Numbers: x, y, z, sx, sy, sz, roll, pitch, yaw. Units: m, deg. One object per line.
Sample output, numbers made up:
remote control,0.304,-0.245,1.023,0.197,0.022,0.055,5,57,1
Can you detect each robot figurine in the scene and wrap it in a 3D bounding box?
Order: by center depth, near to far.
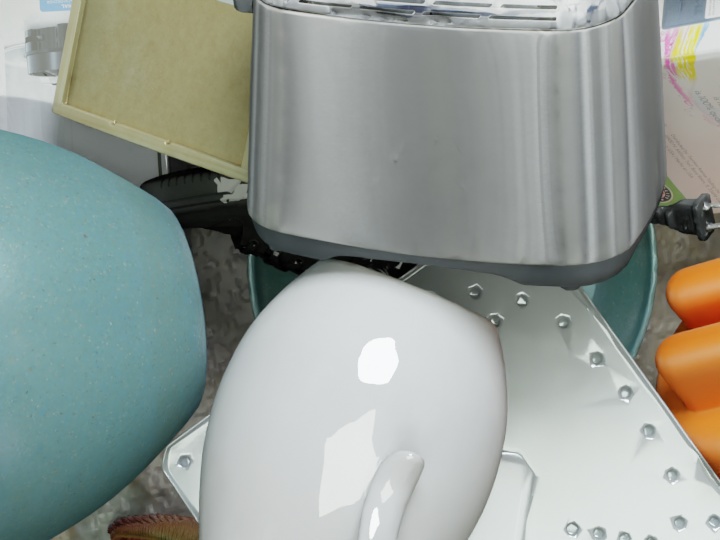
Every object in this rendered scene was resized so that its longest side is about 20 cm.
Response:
robot figurine,0.216,0.071,1.023,0.117,0.144,0.200,-42,122,4

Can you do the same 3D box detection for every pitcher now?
pitcher,-0.006,0.103,0.883,0.121,0.171,0.201,23,85,-20

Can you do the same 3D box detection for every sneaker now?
sneaker,-0.001,0.000,1.026,0.198,0.060,0.105,-4,96,-9

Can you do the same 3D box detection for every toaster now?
toaster,0.045,-0.075,0.875,0.199,0.114,0.130,8,122,20

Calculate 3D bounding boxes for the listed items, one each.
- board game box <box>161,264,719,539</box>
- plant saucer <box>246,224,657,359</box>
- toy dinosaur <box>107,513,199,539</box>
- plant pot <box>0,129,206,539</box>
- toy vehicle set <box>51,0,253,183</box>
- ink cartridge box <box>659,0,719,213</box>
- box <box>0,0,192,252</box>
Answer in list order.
board game box,0.046,0.107,0.978,0.199,0.026,0.201,-35,83,-2
plant saucer,0.045,-0.004,1.075,0.198,0.036,0.202,0,98,2
toy dinosaur,0.001,0.121,1.062,0.181,0.200,0.106,-20,131,-29
plant pot,-0.143,0.026,0.959,0.134,0.200,0.202,-9,97,-18
toy vehicle set,-0.066,-0.150,0.963,0.124,0.026,0.202,22,105,34
ink cartridge box,0.184,-0.087,0.957,0.199,0.117,0.068,-4,55,37
box,-0.143,-0.049,1.063,0.116,0.060,0.202,-1,97,2
